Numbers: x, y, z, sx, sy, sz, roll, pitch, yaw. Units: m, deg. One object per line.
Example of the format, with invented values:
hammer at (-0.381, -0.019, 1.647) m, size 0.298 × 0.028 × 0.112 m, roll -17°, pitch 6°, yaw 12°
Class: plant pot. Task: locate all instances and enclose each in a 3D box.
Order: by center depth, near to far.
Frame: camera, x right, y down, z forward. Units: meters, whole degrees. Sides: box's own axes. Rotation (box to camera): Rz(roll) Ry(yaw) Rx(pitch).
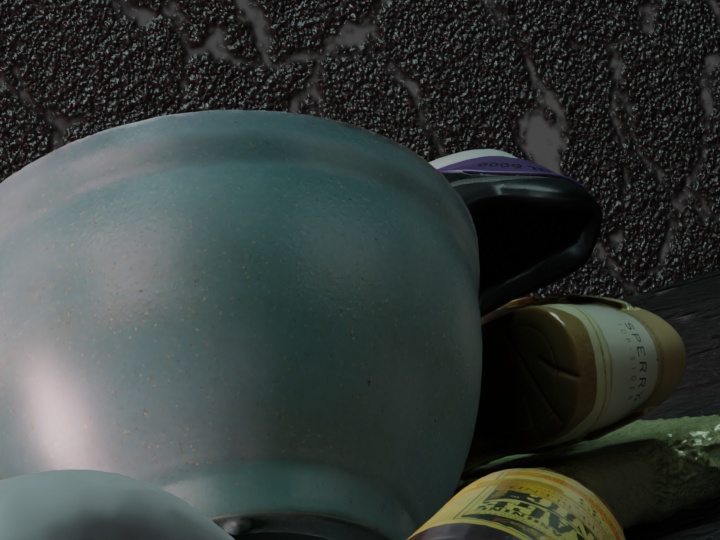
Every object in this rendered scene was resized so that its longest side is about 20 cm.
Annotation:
plant pot at (-0.047, 0.060, 0.833) m, size 0.199 × 0.135 × 0.201 m, roll -6°, pitch -36°, yaw -4°

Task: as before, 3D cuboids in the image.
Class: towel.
towel at (0.079, 0.096, 1.024) m, size 0.148 × 0.037 × 0.200 m, roll -15°, pitch -1°, yaw -19°

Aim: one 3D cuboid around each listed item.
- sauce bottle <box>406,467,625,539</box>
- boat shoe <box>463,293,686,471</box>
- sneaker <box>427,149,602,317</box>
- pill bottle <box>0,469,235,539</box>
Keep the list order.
sauce bottle at (0.033, 0.095, 0.621) m, size 0.066 × 0.066 × 0.200 m, roll -16°, pitch 2°, yaw 12°
boat shoe at (0.066, 0.048, 1.008) m, size 0.066 × 0.075 × 0.200 m, roll -4°, pitch -1°, yaw -25°
sneaker at (0.000, 0.000, 0.938) m, size 0.199 × 0.076 × 0.087 m, roll -23°, pitch 13°, yaw -17°
pill bottle at (-0.107, 0.106, 0.385) m, size 0.199 × 0.117 × 0.116 m, roll -16°, pitch 0°, yaw 30°
